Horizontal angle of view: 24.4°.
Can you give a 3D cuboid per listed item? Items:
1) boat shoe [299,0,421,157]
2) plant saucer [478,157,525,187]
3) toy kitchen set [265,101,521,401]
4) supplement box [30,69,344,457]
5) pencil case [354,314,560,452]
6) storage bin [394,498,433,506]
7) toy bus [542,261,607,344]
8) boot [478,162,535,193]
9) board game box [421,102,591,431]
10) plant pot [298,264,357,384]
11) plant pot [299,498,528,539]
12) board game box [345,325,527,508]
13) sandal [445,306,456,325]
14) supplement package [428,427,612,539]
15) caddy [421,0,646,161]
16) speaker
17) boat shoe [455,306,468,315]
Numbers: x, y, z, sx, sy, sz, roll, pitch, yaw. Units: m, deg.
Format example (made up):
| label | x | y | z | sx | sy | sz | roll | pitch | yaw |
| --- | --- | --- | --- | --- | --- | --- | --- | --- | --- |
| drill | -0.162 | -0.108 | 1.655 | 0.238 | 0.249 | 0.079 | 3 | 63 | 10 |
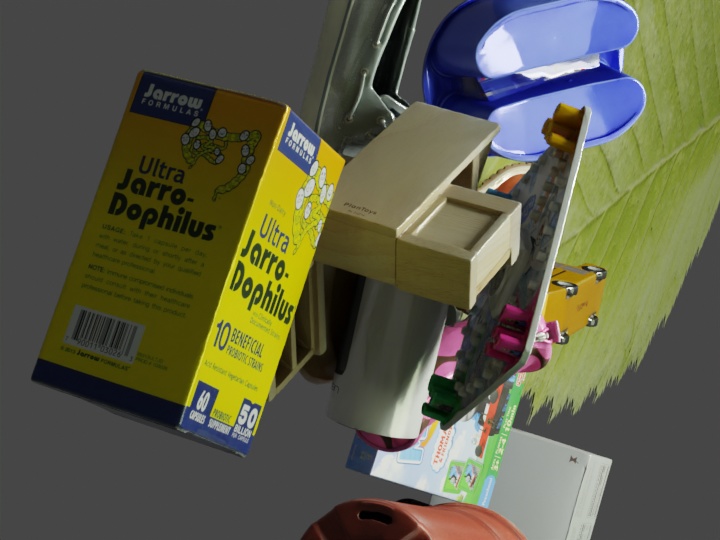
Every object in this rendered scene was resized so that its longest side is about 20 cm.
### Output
| label | x | y | z | sx | sy | sz | roll | pitch | yaw |
| --- | --- | --- | --- | --- | --- | --- | --- | --- | --- |
| boat shoe | 0.003 | -0.127 | 1.244 | 0.070 | 0.071 | 0.203 | -7 | 111 | -66 |
| plant saucer | 0.128 | -0.160 | 1.576 | 0.200 | 0.031 | 0.202 | -45 | 142 | -50 |
| toy kitchen set | 0.023 | -0.004 | 1.197 | 0.163 | 0.198 | 0.182 | -45 | 144 | -46 |
| supplement box | -0.102 | -0.003 | 1.026 | 0.109 | 0.108 | 0.202 | 37 | 69 | -66 |
| pencil case | 0.082 | 0.086 | 1.456 | 0.199 | 0.093 | 0.092 | -29 | 115 | -36 |
| storage bin | 0.072 | 0.337 | 1.617 | 0.094 | 0.134 | 0.202 | 35 | 72 | -66 |
| toy bus | 0.208 | 0.033 | 1.824 | 0.200 | 0.077 | 0.066 | -20 | 121 | -64 |
| boot | 0.136 | -0.033 | 1.516 | 0.199 | 0.107 | 0.076 | -24 | 140 | -44 |
| board game box | 0.104 | 0.000 | 1.230 | 0.200 | 0.026 | 0.202 | 127 | -19 | -66 |
| plant pot | 0.000 | 0.000 | 1.379 | 0.200 | 0.027 | 0.202 | -49 | 147 | -48 |
| plant pot | 0.042 | 0.290 | 1.469 | 0.195 | 0.199 | 0.203 | 33 | 74 | -59 |
| board game box | 0.076 | 0.133 | 1.563 | 0.199 | 0.036 | 0.153 | 24 | 82 | -50 |
| sandal | 0.082 | 0.128 | 1.627 | 0.075 | 0.045 | 0.202 | -41 | 140 | -54 |
| supplement package | 0.155 | 0.269 | 1.745 | 0.111 | 0.154 | 0.202 | 25 | 81 | -68 |
| caddy | 0.151 | -0.173 | 1.444 | 0.198 | 0.105 | 0.143 | -14 | 107 | -19 |
| speaker | 0.031 | 0.030 | 1.331 | 0.081 | 0.080 | 0.203 | -1 | 105 | -67 |
| boat shoe | 0.132 | -0.025 | 1.628 | 0.201 | 0.067 | 0.073 | -75 | 163 | -51 |
